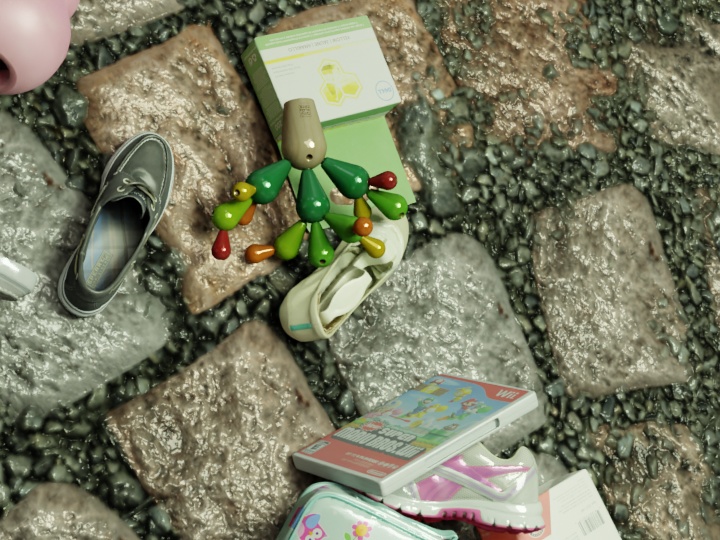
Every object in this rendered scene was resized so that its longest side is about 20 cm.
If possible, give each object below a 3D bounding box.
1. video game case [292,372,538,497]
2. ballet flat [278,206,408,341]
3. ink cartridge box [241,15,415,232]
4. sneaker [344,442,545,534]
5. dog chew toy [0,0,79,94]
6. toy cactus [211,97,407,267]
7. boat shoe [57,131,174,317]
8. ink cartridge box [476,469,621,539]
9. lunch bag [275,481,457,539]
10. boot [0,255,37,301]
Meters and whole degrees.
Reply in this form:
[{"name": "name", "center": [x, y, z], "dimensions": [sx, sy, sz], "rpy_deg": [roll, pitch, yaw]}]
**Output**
[{"name": "video game case", "center": [0.052, 0.153, 1.367], "dimensions": [0.199, 0.143, 0.018], "rpy_deg": [-25, 108, -33]}, {"name": "ballet flat", "center": [0.000, 0.000, 1.431], "dimensions": [0.070, 0.069, 0.200], "rpy_deg": [47, 59, -7]}, {"name": "ink cartridge box", "center": [-0.023, -0.155, 1.483], "dimensions": [0.145, 0.048, 0.201], "rpy_deg": [-17, 80, -32]}, {"name": "sneaker", "center": [0.082, 0.198, 1.375], "dimensions": [0.198, 0.081, 0.089], "rpy_deg": [8, 76, -1]}, {"name": "dog chew toy", "center": [-0.314, -0.260, 1.319], "dimensions": [0.124, 0.124, 0.201], "rpy_deg": [27, 55, -18]}, {"name": "toy cactus", "center": [-0.053, -0.086, 1.392], "dimensions": [0.198, 0.102, 0.166], "rpy_deg": [-7, 82, -6]}, {"name": "boat shoe", "center": [-0.220, -0.051, 1.327], "dimensions": [0.070, 0.066, 0.201], "rpy_deg": [33, 61, -15]}, {"name": "ink cartridge box", "center": [0.216, 0.318, 1.442], "dimensions": [0.116, 0.067, 0.201], "rpy_deg": [-23, 84, -32]}, {"name": "lunch bag", "center": [0.012, 0.291, 1.297], "dimensions": [0.199, 0.077, 0.161], "rpy_deg": [27, 84, -7]}, {"name": "boot", "center": [-0.385, 0.016, 1.220], "dimensions": [0.199, 0.074, 0.096], "rpy_deg": [17, 72, -14]}]
